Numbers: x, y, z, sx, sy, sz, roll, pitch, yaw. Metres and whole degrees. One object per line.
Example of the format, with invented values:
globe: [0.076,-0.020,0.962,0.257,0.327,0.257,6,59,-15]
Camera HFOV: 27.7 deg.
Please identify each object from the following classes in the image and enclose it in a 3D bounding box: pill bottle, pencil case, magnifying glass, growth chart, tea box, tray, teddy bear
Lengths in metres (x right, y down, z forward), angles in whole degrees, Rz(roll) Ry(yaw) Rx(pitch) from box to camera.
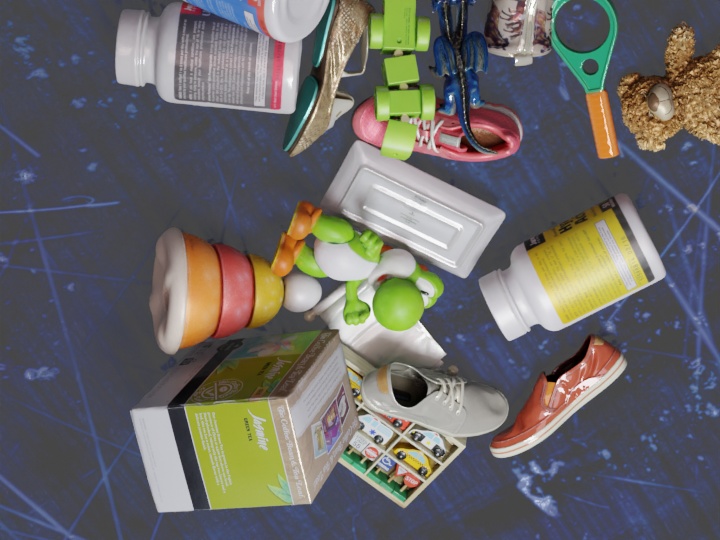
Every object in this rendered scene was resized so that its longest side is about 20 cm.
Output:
pill bottle: [-0.165,-0.236,1.607,0.198,0.111,0.112,5,110,-2]
pencil case: [0.184,-0.329,1.587,0.077,0.090,0.202,6,110,-3]
magnifying glass: [0.263,-0.224,1.653,0.079,0.022,0.201,-8,109,20]
growth chart: [0.022,0.096,1.776,0.144,0.018,0.201,-33,107,11]
tea box: [-0.126,0.171,1.681,0.195,0.200,0.135,-6,108,18]
tray: [0.059,-0.065,1.702,0.199,0.022,0.108,25,121,-9]
teddy bear: [0.393,-0.206,1.643,0.198,0.067,0.146,-2,108,0]
pill bottle: [0.243,0.002,1.693,0.199,0.111,0.112,-28,108,9]
pill bottle: [-0.136,-0.323,1.541,0.199,0.112,0.113,25,111,26]

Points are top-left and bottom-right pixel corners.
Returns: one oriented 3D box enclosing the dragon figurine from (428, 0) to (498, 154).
dragon figurine: [0.109,-0.225,1.597,0.058,0.201,0.100,-6,148,-2]

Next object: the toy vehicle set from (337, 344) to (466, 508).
toy vehicle set: [0.015,0.192,1.788,0.199,0.027,0.124,36,116,-9]

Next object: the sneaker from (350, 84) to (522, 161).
sneaker: [0.088,-0.163,1.647,0.198,0.087,0.074,5,109,-1]

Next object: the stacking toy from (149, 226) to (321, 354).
stacking toy: [-0.140,0.026,1.706,0.198,0.146,0.147,2,111,-17]

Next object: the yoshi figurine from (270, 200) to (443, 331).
yoshi figurine: [0.000,0.006,1.675,0.199,0.112,0.113,23,82,-9]

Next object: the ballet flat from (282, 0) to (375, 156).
ballet flat: [-0.030,-0.216,1.641,0.065,0.071,0.201,12,113,-19]

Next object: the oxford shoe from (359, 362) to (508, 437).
oxford shoe: [0.096,0.152,1.742,0.199,0.076,0.058,14,148,-25]

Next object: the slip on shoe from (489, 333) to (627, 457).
slip on shoe: [0.231,0.152,1.771,0.200,0.074,0.061,-42,97,8]

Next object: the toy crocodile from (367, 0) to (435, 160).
toy crocodile: [0.043,-0.223,1.603,0.067,0.062,0.202,-3,87,-6]
